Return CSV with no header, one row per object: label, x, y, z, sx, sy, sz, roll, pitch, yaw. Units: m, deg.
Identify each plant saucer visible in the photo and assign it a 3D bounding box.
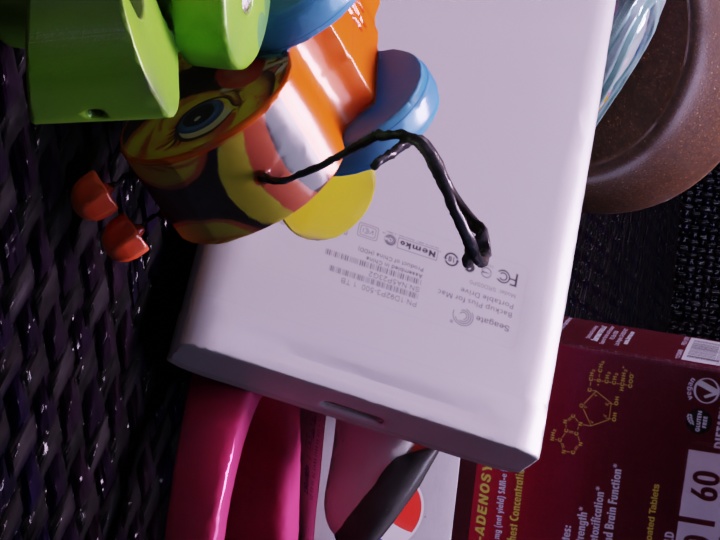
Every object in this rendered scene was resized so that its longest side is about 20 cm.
plant saucer,0.104,-0.125,0.975,0.034,0.200,0.200,-13,114,-48

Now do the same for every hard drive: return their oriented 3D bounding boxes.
hard drive,0.017,-0.040,0.722,0.026,0.132,0.200,132,-26,-60

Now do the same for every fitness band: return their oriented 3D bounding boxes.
fitness band,-0.053,0.122,0.737,0.144,0.037,0.200,-57,154,-63

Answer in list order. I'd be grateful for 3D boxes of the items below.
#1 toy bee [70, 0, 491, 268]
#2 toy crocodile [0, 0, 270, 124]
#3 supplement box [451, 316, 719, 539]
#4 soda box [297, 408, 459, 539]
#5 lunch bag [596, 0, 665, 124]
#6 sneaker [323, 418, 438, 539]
toy bee,-0.038,-0.055,0.593,0.131,0.109,0.200,62,9,-13
toy crocodile,-0.048,-0.111,0.524,0.062,0.067,0.200,82,20,-50
supplement box,0.079,0.076,0.920,0.061,0.200,0.109,-33,130,-72
soda box,-0.004,0.124,0.844,0.068,0.063,0.200,-150,-116,-67
lunch bag,0.063,-0.075,0.888,0.200,0.077,0.160,-59,-176,30
sneaker,0.000,0.000,0.759,0.202,0.108,0.067,-64,-176,-21
